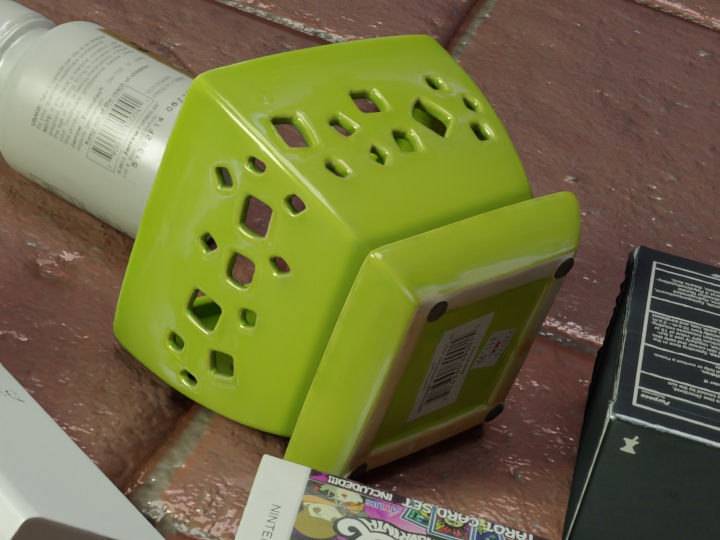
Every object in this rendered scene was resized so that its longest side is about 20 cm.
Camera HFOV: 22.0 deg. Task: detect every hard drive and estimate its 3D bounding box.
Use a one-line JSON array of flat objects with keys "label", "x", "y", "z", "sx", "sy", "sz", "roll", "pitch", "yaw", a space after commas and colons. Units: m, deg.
[{"label": "hard drive", "x": -0.189, "y": 0.088, "z": 0.956, "sx": 0.200, "sy": 0.027, "sz": 0.132, "roll": 39, "pitch": 5, "yaw": 35}]

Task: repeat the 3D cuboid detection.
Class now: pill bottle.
[{"label": "pill bottle", "x": -0.178, "y": -0.102, "z": 1.238, "sx": 0.200, "sy": 0.115, "sz": 0.114, "roll": 29, "pitch": 33, "yaw": 20}]

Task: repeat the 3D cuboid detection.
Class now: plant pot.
[{"label": "plant pot", "x": 0.000, "y": 0.000, "z": 1.086, "sx": 0.199, "sy": 0.200, "sz": 0.181, "roll": -17, "pitch": 51, "yaw": -43}]

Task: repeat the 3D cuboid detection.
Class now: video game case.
[{"label": "video game case", "x": 0.022, "y": 0.185, "z": 0.945, "sx": 0.199, "sy": 0.036, "sz": 0.181, "roll": 17, "pitch": 32, "yaw": 1}]

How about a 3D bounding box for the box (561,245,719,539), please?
[{"label": "box", "x": 0.230, "y": 0.105, "z": 1.082, "sx": 0.199, "sy": 0.124, "sz": 0.199, "roll": 17, "pitch": 30, "yaw": 5}]
